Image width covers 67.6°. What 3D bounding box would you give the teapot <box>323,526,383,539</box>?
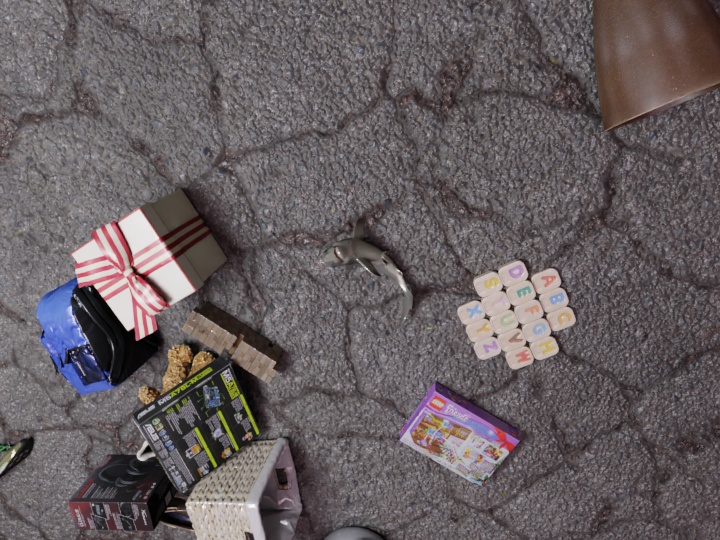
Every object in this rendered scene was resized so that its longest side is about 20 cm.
[{"bbox_3d":[-0.018,0.684,1.175,0.195,0.146,0.202,-26,106,15],"label":"teapot"}]

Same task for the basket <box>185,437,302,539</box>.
[{"bbox_3d":[-0.230,0.486,1.104,0.158,0.200,0.202,-5,110,11],"label":"basket"}]

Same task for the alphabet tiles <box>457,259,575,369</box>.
[{"bbox_3d":[0.288,0.084,0.993,0.193,0.015,0.202,-23,105,14],"label":"alphabet tiles"}]

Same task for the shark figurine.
[{"bbox_3d":[0.016,-0.001,0.978,0.213,0.130,0.089,32,137,-23],"label":"shark figurine"}]

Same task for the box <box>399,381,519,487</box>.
[{"bbox_3d":[0.197,0.330,1.078,0.198,0.039,0.138,31,111,-4],"label":"box"}]

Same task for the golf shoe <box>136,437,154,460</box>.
[{"bbox_3d":[-0.377,0.345,1.132,0.198,0.088,0.078,-28,103,14],"label":"golf shoe"}]

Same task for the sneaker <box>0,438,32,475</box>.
[{"bbox_3d":[-0.841,0.430,1.232,0.199,0.077,0.089,-36,93,15],"label":"sneaker"}]

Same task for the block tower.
[{"bbox_3d":[-0.246,0.139,1.059,0.198,0.058,0.054,33,110,-7],"label":"block tower"}]

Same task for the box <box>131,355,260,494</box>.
[{"bbox_3d":[-0.308,0.299,1.040,0.047,0.192,0.203,22,137,44],"label":"box"}]

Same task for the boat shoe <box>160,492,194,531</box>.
[{"bbox_3d":[-0.362,0.563,1.221,0.197,0.060,0.073,15,110,2],"label":"boat shoe"}]

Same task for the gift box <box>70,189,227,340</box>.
[{"bbox_3d":[-0.374,-0.008,0.952,0.199,0.187,0.186,-33,102,16],"label":"gift box"}]

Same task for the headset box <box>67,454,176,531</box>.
[{"bbox_3d":[-0.510,0.476,1.162,0.196,0.149,0.079,-2,109,8],"label":"headset box"}]

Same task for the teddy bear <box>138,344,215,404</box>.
[{"bbox_3d":[-0.358,0.249,1.066,0.145,0.067,0.201,39,75,-20],"label":"teddy bear"}]

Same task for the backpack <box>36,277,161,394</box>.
[{"bbox_3d":[-0.520,0.114,1.028,0.165,0.163,0.203,-14,108,15],"label":"backpack"}]

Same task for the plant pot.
[{"bbox_3d":[0.409,-0.330,0.756,0.184,0.187,0.203,-19,92,13],"label":"plant pot"}]
